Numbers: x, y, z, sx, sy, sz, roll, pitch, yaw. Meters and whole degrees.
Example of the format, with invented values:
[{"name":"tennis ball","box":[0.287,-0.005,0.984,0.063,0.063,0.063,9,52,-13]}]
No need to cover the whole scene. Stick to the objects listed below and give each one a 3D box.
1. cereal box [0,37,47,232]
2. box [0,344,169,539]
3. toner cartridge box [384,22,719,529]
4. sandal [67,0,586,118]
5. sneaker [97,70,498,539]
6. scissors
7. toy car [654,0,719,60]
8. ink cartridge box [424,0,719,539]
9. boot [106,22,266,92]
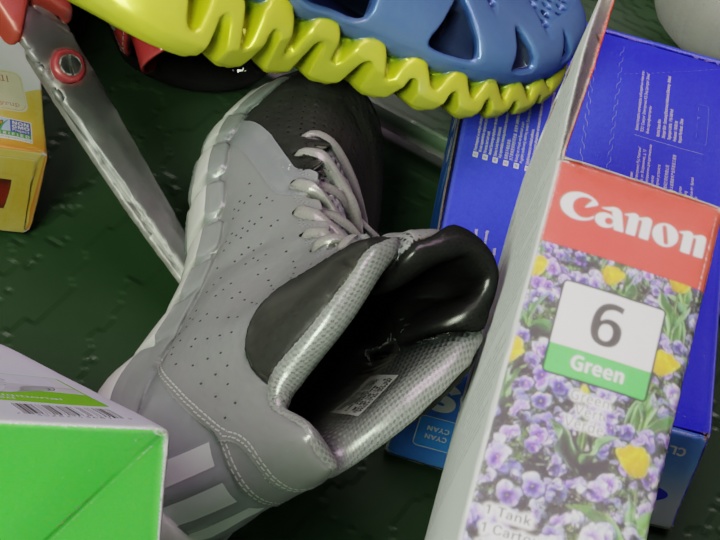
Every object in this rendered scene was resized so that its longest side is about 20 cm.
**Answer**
[{"name":"cereal box","box":[-0.182,-0.098,0.906,0.144,0.040,0.200,5,41,-16]},{"name":"box","box":[-0.163,0.061,0.617,0.200,0.097,0.176,4,3,-20]},{"name":"toner cartridge box","box":[0.070,-0.009,0.892,0.095,0.043,0.200,15,40,-1]},{"name":"sandal","box":[0.001,-0.102,0.849,0.200,0.087,0.079,8,19,-44]},{"name":"sneaker","box":[0.000,0.000,0.793,0.075,0.115,0.200,47,40,-25]},{"name":"scissors","box":[-0.104,-0.071,0.841,0.073,0.014,0.200,-14,82,-34]},{"name":"toy car","box":[0.185,-0.156,1.038,0.150,0.175,0.200,30,21,-49]},{"name":"ink cartridge box","box":[0.058,0.029,0.745,0.050,0.109,0.200,18,61,-1]},{"name":"boot","box":[-0.102,-0.144,0.909,0.200,0.072,0.144,34,30,-39]}]
